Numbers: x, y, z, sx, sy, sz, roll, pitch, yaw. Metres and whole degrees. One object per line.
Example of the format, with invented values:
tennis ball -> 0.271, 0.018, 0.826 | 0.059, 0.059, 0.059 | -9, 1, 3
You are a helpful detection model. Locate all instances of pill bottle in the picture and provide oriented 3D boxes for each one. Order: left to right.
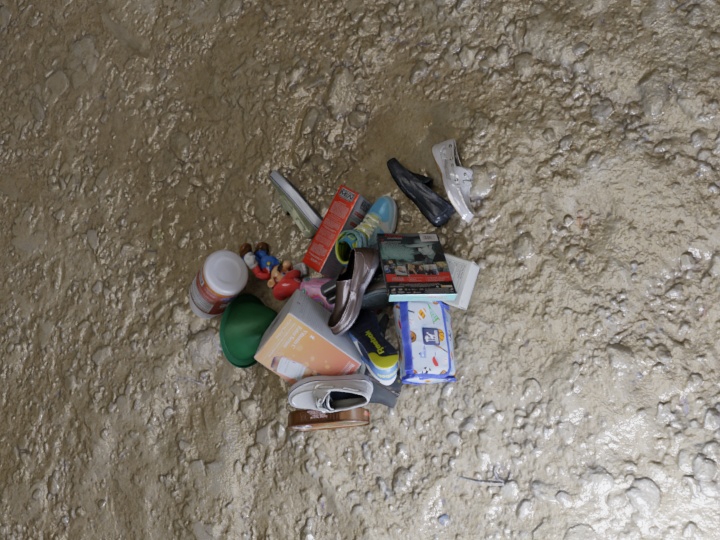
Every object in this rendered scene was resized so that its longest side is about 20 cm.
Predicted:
pill bottle -> -0.351, 0.041, 1.847 | 0.200, 0.110, 0.115 | -43, 59, 54

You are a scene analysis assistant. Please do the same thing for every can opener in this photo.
can opener -> 0.000, 0.000, 1.701 | 0.197, 0.054, 0.068 | -30, 37, 8

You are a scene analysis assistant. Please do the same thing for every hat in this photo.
hat -> -0.204, 0.132, 1.766 | 0.173, 0.167, 0.203 | -2, 48, 37

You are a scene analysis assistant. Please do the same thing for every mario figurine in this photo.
mario figurine -> -0.204, -0.016, 1.834 | 0.123, 0.107, 0.199 | -38, 52, -20

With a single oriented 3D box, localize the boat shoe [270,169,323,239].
boat shoe -> -0.167, -0.164, 1.872 | 0.062, 0.072, 0.201 | -44, 70, 7

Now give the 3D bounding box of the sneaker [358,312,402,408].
sneaker -> 0.058, 0.203, 1.717 | 0.103, 0.075, 0.205 | 15, 81, 7

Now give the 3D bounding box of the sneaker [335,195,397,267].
sneaker -> 0.012, -0.089, 1.748 | 0.078, 0.130, 0.204 | 24, 90, 26

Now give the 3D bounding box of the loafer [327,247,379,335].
loafer -> -0.030, 0.038, 1.629 | 0.073, 0.070, 0.205 | 29, 97, 63

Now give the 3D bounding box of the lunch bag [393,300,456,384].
lunch bag -> 0.133, 0.152, 1.613 | 0.121, 0.199, 0.175 | -10, 75, 20

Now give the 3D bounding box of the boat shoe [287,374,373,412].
boat shoe -> -0.069, 0.274, 1.642 | 0.194, 0.066, 0.074 | -5, 118, 11

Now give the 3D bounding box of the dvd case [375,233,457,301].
dvd case -> 0.114, -0.010, 1.603 | 0.141, 0.022, 0.203 | -1, 42, -9

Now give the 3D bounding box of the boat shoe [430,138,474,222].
boat shoe -> 0.221, -0.208, 1.712 | 0.068, 0.071, 0.205 | -26, 70, 18

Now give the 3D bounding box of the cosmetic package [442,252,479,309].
cosmetic package -> 0.155, 0.006, 1.700 | 0.196, 0.073, 0.106 | 19, 88, 25

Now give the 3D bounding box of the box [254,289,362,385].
box -> -0.110, 0.173, 1.695 | 0.198, 0.107, 0.153 | 35, 116, -10

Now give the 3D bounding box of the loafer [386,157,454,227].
loafer -> 0.137, -0.189, 1.750 | 0.070, 0.068, 0.201 | -41, 72, 2

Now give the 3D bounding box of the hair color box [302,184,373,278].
hair color box -> -0.050, -0.087, 1.791 | 0.060, 0.101, 0.204 | 28, 91, 26

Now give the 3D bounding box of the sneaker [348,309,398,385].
sneaker -> 0.024, 0.165, 1.642 | 0.072, 0.084, 0.201 | -19, 41, -9

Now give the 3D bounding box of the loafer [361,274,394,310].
loafer -> 0.074, 0.030, 1.666 | 0.195, 0.072, 0.064 | -18, 54, 17

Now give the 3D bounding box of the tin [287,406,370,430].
tin -> -0.072, 0.334, 1.718 | 0.195, 0.112, 0.043 | -9, 67, 20

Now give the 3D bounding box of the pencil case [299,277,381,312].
pencil case -> -0.043, 0.054, 1.760 | 0.194, 0.087, 0.090 | -1, 80, 16
